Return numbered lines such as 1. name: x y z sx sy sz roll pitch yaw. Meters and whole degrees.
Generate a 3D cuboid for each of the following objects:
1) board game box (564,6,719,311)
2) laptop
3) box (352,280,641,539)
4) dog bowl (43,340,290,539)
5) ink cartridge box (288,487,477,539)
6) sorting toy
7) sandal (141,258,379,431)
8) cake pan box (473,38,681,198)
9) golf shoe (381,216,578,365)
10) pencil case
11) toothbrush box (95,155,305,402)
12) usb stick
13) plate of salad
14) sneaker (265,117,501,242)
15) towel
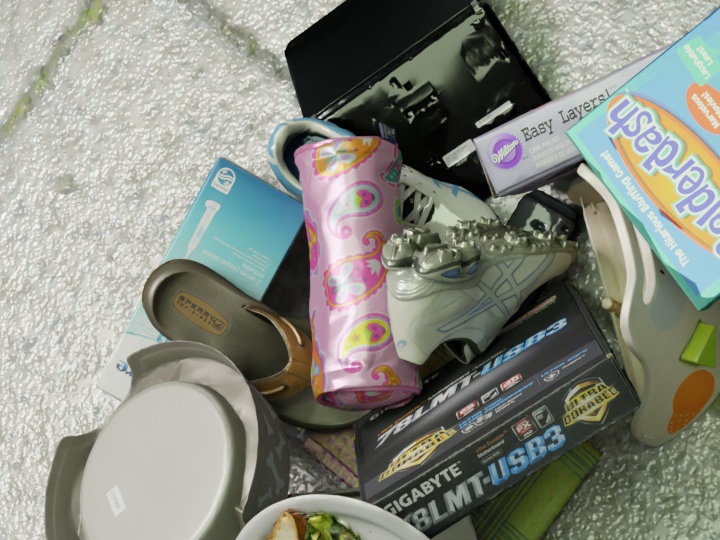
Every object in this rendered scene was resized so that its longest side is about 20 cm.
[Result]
1. board game box: 0.259 -0.093 1.489 0.200 0.045 0.153 -39 81 14
2. laptop: 0.050 -0.145 1.809 0.177 0.103 0.201 -34 90 14
3. box: 0.089 0.101 1.578 0.199 0.199 0.050 -33 104 6
4. dog bowl: -0.135 0.154 1.610 0.199 0.059 0.202 -18 58 32
5. ink cartridge box: -0.030 0.221 1.640 0.199 0.147 0.084 -10 103 35
6. sorting toy: 0.201 0.002 1.601 0.106 0.180 0.202 -20 69 19
7. sandal: -0.070 0.056 1.665 0.199 0.055 0.082 33 89 -9
8. cake pan box: 0.189 -0.114 1.634 0.183 0.200 0.053 -23 88 17
9. golf shoe: 0.083 0.015 1.631 0.078 0.199 0.098 15 106 40
10. pencil case: 0.000 0.000 1.639 0.087 0.087 0.202 -10 74 22
11. toothbrush box: -0.123 0.019 1.758 0.085 0.146 0.201 30 88 -4
12. usb stick: 0.100 0.033 1.723 0.055 0.033 0.201 31 90 27
13. plate of salad: -0.008 0.243 1.507 0.198 0.048 0.202 11 118 22
14. sneaker: 0.014 -0.057 1.727 0.199 0.072 0.072 25 93 15
15. towel: 0.065 0.129 1.691 0.199 0.023 0.144 37 91 13
